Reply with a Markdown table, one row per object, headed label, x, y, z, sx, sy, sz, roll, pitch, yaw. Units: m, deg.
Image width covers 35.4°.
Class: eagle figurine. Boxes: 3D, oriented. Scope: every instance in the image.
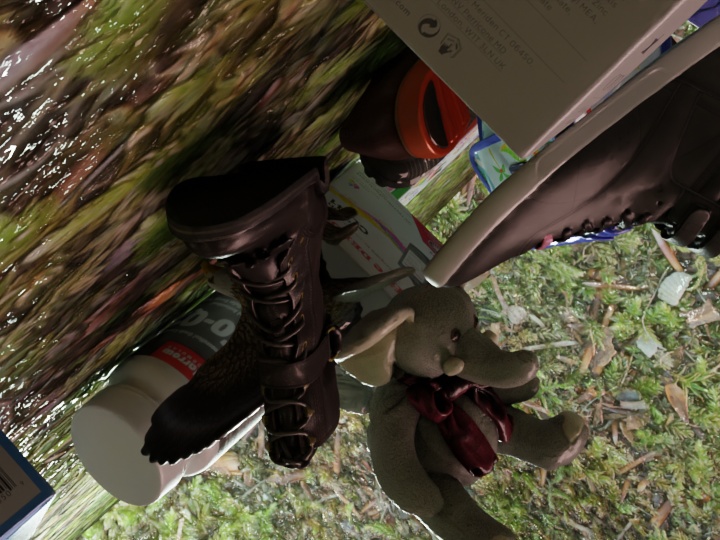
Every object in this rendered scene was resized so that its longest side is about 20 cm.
| label | x | y | z | sx | sy | sz | roll | pitch | yaw |
| --- | --- | --- | --- | --- | --- | --- | --- | --- | --- |
| eagle figurine | -0.065 | 0.041 | 0.804 | 0.151 | 0.152 | 0.200 | 42 | -60 | 60 |

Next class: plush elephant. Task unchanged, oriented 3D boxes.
| label | x | y | z | sx | sy | sz | roll | pitch | yaw |
| --- | --- | --- | --- | --- | --- | --- | --- | --- | --- |
| plush elephant | 0.063 | 0.076 | 0.779 | 0.165 | 0.200 | 0.155 | -37 | 147 | -40 |

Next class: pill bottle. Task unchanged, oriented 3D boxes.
| label | x | y | z | sx | sy | sz | roll | pitch | yaw |
| --- | --- | --- | --- | --- | --- | --- | --- | --- | --- |
| pill bottle | -0.140 | 0.101 | 0.958 | 0.200 | 0.114 | 0.114 | -41 | 176 | -46 |

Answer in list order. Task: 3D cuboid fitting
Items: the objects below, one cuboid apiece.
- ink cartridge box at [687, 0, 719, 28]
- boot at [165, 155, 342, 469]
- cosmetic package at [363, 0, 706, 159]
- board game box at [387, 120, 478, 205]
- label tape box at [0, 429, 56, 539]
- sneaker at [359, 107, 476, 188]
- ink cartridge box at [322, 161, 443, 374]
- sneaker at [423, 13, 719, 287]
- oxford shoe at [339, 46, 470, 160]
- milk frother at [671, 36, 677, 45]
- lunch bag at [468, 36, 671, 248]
| label | x | y | z | sx | sy | sz | roll | pitch | yaw |
| --- | --- | --- | --- | --- | --- | --- | --- | --- | --- |
| ink cartridge box | 0.284 | -0.279 | 0.973 | 0.094 | 0.044 | 0.200 | -56 | -158 | 21 |
| boot | -0.043 | 0.028 | 0.632 | 0.069 | 0.174 | 0.200 | -3 | -170 | 13 |
| cosmetic package | 0.116 | -0.167 | 0.506 | 0.200 | 0.123 | 0.199 | -46 | 177 | 20 |
| board game box | 0.062 | -0.119 | 1.316 | 0.200 | 0.040 | 0.153 | -44 | 177 | 0 |
| label tape box | -0.287 | 0.192 | 0.755 | 0.143 | 0.066 | 0.200 | -42 | 179 | -29 |
| sneaker | 0.070 | -0.143 | 0.862 | 0.200 | 0.066 | 0.091 | -46 | 176 | -33 |
| ink cartridge box | 0.000 | 0.000 | 0.961 | 0.086 | 0.148 | 0.200 | -44 | -178 | 19 |
| sneaker | 0.132 | -0.031 | 0.559 | 0.200 | 0.099 | 0.071 | -37 | -179 | 0 |
| oxford shoe | 0.048 | -0.138 | 0.763 | 0.072 | 0.071 | 0.200 | -5 | -152 | 31 |
| milk frother | 0.247 | -0.254 | 1.271 | 0.188 | 0.180 | 0.200 | -44 | -140 | 20 |
| lunch bag | 0.177 | -0.121 | 0.975 | 0.127 | 0.200 | 0.170 | -1 | 177 | -17 |
